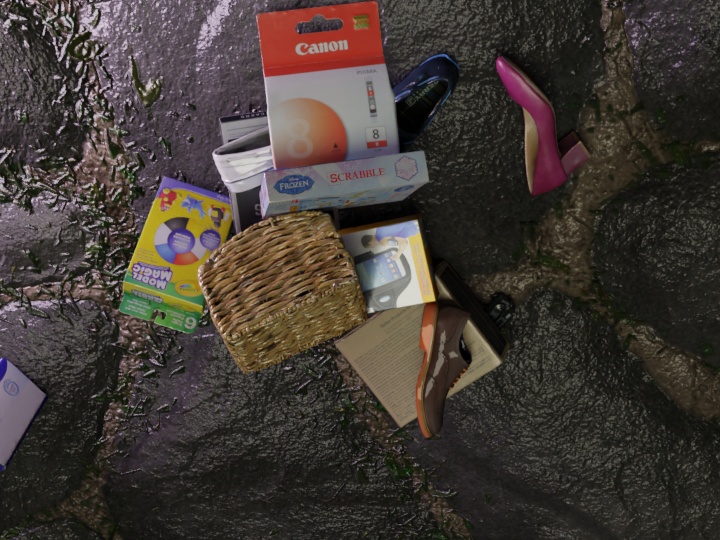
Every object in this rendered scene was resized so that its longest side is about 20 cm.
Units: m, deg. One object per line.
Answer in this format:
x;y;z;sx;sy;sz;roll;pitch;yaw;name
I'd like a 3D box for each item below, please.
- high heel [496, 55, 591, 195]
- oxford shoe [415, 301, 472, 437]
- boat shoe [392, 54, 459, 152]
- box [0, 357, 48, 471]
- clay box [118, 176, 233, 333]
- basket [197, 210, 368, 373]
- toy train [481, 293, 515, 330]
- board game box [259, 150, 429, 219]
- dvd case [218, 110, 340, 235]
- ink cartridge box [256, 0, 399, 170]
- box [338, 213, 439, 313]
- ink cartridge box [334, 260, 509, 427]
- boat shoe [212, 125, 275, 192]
0.213;-0.184;1.375;0.096;0.068;0.200;-37;115;14;high heel
0.117;0.144;1.477;0.072;0.071;0.201;6;111;9;oxford shoe
0.048;-0.202;1.386;0.084;0.069;0.200;31;121;-12;boat shoe
-0.631;0.271;1.702;0.200;0.184;0.105;-35;111;25;box
-0.251;-0.022;1.464;0.114;0.201;0.048;17;152;-5;clay box
-0.106;0.023;1.413;0.199;0.143;0.149;-25;156;-5;basket
0.164;0.111;1.594;0.046;0.034;0.200;27;122;-25;toy train
-0.028;-0.107;1.359;0.198;0.200;0.041;-8;88;-8;board game box
-0.108;-0.125;1.456;0.149;0.025;0.201;-10;121;-8;dvd case
-0.040;-0.231;1.324;0.161;0.050;0.202;-7;97;-4;ink cartridge box
0.000;0.000;1.471;0.199;0.041;0.120;-12;102;11;box
0.091;0.109;1.551;0.200;0.075;0.165;-36;94;26;ink cartridge box
-0.096;-0.170;1.375;0.199;0.074;0.066;-27;125;1;boat shoe
